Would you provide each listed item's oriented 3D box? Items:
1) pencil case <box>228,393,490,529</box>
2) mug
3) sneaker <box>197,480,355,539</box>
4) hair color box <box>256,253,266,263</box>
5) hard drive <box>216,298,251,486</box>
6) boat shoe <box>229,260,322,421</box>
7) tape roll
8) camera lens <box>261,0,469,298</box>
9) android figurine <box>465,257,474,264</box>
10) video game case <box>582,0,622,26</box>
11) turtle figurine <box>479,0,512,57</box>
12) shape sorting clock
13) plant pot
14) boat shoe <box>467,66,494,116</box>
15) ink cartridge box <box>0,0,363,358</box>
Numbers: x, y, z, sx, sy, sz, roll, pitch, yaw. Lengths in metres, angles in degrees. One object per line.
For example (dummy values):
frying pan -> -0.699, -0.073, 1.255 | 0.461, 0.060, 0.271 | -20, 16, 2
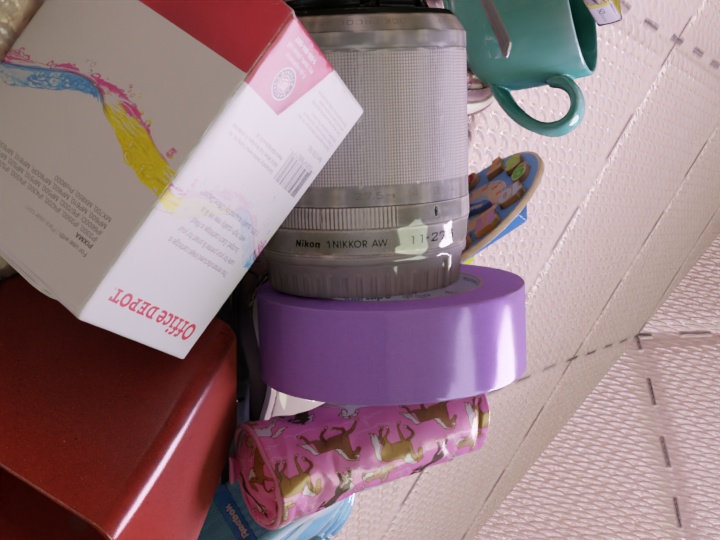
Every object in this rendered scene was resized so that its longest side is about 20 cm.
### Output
pencil case -> 0.001, 0.126, 0.868 | 0.198, 0.084, 0.087 | -17, 158, -27
mug -> 0.136, -0.224, 1.009 | 0.153, 0.113, 0.187 | 57, 32, -47
sneaker -> -0.085, 0.216, 0.959 | 0.198, 0.080, 0.131 | -29, 157, 1
hair color box -> 0.000, 0.000, 0.989 | 0.102, 0.199, 0.061 | -54, 176, 2
hard drive -> -0.123, 0.096, 0.971 | 0.032, 0.141, 0.201 | -10, 142, -14
boat shoe -> -0.074, 0.084, 0.977 | 0.071, 0.059, 0.203 | -27, 130, -33
tape roll -> 0.023, 0.041, 0.851 | 0.199, 0.197, 0.067 | -17, 107, -58
camera lens -> -0.001, -0.092, 0.838 | 0.159, 0.158, 0.204 | -17, 108, -58
android figurine -> 0.078, 0.021, 1.408 | 0.201, 0.041, 0.182 | -54, 162, 7
video game case -> 0.181, -0.328, 0.974 | 0.180, 0.025, 0.204 | 12, 70, -68
turtle figurine -> 0.034, -0.269, 0.724 | 0.144, 0.197, 0.196 | -52, 155, -47
shape sorting clock -> 0.117, -0.062, 1.263 | 0.199, 0.039, 0.201 | -38, -159, 17
plant pot -> -0.185, 0.107, 0.787 | 0.177, 0.198, 0.201 | -52, 161, -34
boat shoe -> 0.076, -0.185, 1.068 | 0.201, 0.074, 0.076 | -28, 141, -50
ink cartridge box -> -0.125, -0.076, 0.689 | 0.201, 0.144, 0.145 | -54, 160, -3
